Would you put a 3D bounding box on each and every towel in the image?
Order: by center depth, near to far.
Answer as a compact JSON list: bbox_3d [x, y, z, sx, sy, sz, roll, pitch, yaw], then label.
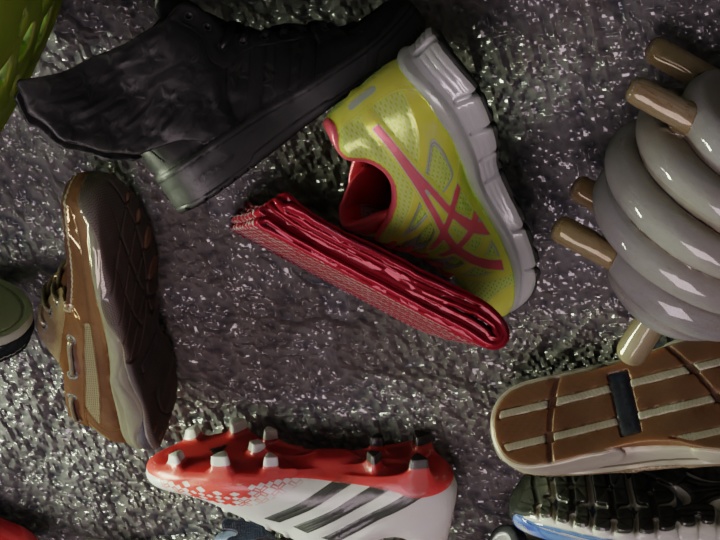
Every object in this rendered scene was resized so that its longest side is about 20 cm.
[{"bbox_3d":[0.000,0.000,1.090,0.144,0.200,0.023,29,87,-8],"label":"towel"}]

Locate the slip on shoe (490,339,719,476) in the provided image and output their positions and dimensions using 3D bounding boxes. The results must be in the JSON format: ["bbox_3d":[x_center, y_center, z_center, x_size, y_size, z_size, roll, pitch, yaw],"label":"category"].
[{"bbox_3d":[0.177,0.084,1.171,0.199,0.077,0.061,-13,164,15],"label":"slip on shoe"}]

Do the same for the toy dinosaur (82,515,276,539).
[{"bbox_3d":[-0.094,0.235,1.352,0.199,0.106,0.182,5,151,-4],"label":"toy dinosaur"}]

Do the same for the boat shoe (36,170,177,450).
[{"bbox_3d":[-0.161,0.028,1.208,0.071,0.076,0.201,6,128,14],"label":"boat shoe"}]

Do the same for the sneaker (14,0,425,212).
[{"bbox_3d":[-0.069,-0.108,1.031,0.104,0.199,0.060,54,168,-7],"label":"sneaker"}]

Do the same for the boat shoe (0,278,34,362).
[{"bbox_3d":[-0.279,0.047,1.250,0.198,0.075,0.066,-2,124,23],"label":"boat shoe"}]

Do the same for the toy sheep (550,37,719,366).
[{"bbox_3d":[0.177,-0.032,1.029,0.137,0.138,0.201,23,127,-4],"label":"toy sheep"}]

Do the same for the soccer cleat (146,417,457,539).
[{"bbox_3d":[-0.038,0.144,1.266,0.199,0.069,0.086,1,112,9],"label":"soccer cleat"}]

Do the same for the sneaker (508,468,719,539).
[{"bbox_3d":[0.186,0.168,1.221,0.199,0.079,0.090,12,128,6],"label":"sneaker"}]

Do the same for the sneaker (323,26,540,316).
[{"bbox_3d":[0.032,-0.038,1.065,0.090,0.078,0.200,-29,136,-5],"label":"sneaker"}]

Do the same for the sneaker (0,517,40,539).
[{"bbox_3d":[-0.313,0.160,1.354,0.199,0.079,0.116,5,130,10],"label":"sneaker"}]

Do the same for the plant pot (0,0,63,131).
[{"bbox_3d":[-0.236,-0.174,0.990,0.198,0.200,0.182,29,122,-9],"label":"plant pot"}]

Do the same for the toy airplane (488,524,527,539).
[{"bbox_3d":[0.070,0.264,1.286,0.199,0.142,0.199,-8,150,1],"label":"toy airplane"}]
